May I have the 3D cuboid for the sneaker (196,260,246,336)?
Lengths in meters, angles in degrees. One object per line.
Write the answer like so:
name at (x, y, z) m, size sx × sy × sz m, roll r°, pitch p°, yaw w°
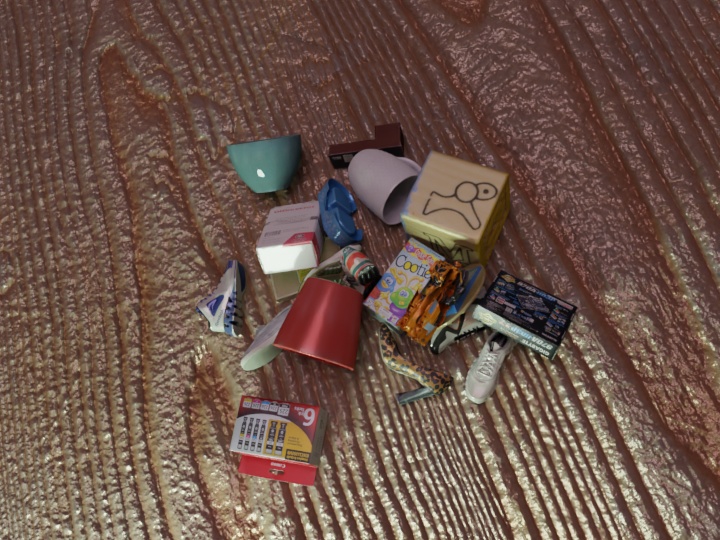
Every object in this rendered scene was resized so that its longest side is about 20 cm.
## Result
sneaker at (-0.363, 0.071, 1.768) m, size 0.114 × 0.081 × 0.201 m, roll -2°, pitch 71°, yaw 10°

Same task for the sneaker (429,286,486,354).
sneaker at (0.243, 0.126, 1.608) m, size 0.200 × 0.074 × 0.080 m, roll -45°, pitch 68°, yaw -6°

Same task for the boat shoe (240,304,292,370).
boat shoe at (-0.224, 0.164, 1.712) m, size 0.201 × 0.070 × 0.071 m, roll -41°, pitch 56°, yaw -9°

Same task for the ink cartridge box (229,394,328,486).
ink cartridge box at (-0.192, 0.396, 1.600) m, size 0.198 × 0.084 × 0.177 m, roll 5°, pitch 71°, yaw 14°

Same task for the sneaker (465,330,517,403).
sneaker at (0.295, 0.204, 1.563) m, size 0.075 × 0.081 × 0.201 m, roll 23°, pitch 78°, yaw 18°

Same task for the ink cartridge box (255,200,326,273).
ink cartridge box at (-0.168, -0.086, 1.731) m, size 0.144 × 0.085 × 0.201 m, roll -7°, pitch 35°, yaw 10°

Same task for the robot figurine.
robot figurine at (0.163, 0.061, 1.528) m, size 0.201 × 0.058 × 0.145 m, roll -60°, pitch 23°, yaw 3°

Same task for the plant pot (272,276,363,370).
plant pot at (-0.084, 0.121, 1.612) m, size 0.199 × 0.200 × 0.179 m, roll 14°, pitch 79°, yaw 18°

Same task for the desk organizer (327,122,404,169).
desk organizer at (0.017, -0.334, 1.840) m, size 0.198 × 0.072 × 0.078 m, roll -5°, pitch 66°, yaw 11°

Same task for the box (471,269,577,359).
box at (0.373, 0.095, 1.551) m, size 0.199 × 0.046 × 0.159 m, roll 27°, pitch 42°, yaw 16°

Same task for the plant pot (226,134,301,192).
plant pot at (-0.248, -0.282, 1.835) m, size 0.198 × 0.200 × 0.136 m, roll -5°, pitch 103°, yaw 11°

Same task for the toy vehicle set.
toy vehicle set at (-0.136, -0.006, 1.773) m, size 0.199 × 0.027 × 0.125 m, roll -18°, pitch 66°, yaw 6°

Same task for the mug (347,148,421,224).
mug at (0.074, -0.236, 1.762) m, size 0.199 × 0.148 × 0.175 m, roll -26°, pitch 54°, yaw -31°

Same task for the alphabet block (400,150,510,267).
alphabet block at (0.232, -0.140, 1.646) m, size 0.199 × 0.197 × 0.196 m, roll 22°, pitch 77°, yaw 20°

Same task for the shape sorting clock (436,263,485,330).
shape sorting clock at (0.215, 0.063, 1.590) m, size 0.200 × 0.200 × 0.039 m, roll -46°, pitch 102°, yaw -6°

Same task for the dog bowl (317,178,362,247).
dog bowl at (-0.056, -0.144, 1.753) m, size 0.049 × 0.111 × 0.201 m, roll -34°, pitch 47°, yaw 25°

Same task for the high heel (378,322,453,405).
high heel at (0.127, 0.200, 1.602) m, size 0.142 × 0.071 × 0.201 m, roll -20°, pitch 82°, yaw 12°

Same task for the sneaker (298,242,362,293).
sneaker at (-0.064, 0.014, 1.701) m, size 0.199 × 0.077 × 0.089 m, roll -35°, pitch 83°, yaw 4°

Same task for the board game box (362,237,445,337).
board game box at (0.112, 0.041, 1.654) m, size 0.103 × 0.105 × 0.201 m, roll 33°, pitch 80°, yaw 22°

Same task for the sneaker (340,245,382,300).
sneaker at (0.000, 0.000, 1.642) m, size 0.070 × 0.200 × 0.094 m, roll -37°, pitch 70°, yaw -5°
